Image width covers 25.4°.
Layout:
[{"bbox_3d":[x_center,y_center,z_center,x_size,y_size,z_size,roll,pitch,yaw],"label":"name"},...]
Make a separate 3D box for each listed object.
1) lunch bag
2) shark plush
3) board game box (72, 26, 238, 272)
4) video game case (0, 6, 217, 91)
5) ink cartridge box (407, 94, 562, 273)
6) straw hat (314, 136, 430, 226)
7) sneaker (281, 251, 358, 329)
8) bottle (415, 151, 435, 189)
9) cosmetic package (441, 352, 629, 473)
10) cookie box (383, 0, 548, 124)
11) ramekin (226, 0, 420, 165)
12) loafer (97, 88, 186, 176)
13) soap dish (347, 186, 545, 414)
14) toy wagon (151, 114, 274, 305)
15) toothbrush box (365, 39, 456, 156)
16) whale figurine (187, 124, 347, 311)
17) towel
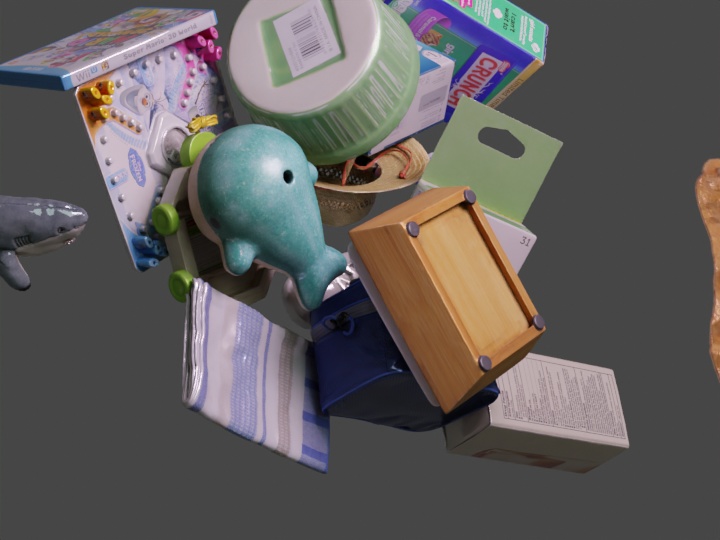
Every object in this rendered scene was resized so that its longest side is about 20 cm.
[{"bbox_3d":[0.038,0.077,1.665,0.199,0.135,0.133,17,55,-42],"label":"lunch bag"},{"bbox_3d":[-0.362,-0.068,1.512,0.199,0.083,0.091,30,47,-18],"label":"shark plush"},{"bbox_3d":[-0.189,-0.129,1.652,0.200,0.026,0.202,-36,116,-44],"label":"board game box"},{"bbox_3d":[-0.265,-0.231,1.648,0.199,0.142,0.018,-31,119,-35],"label":"video game case"},{"bbox_3d":[0.125,-0.066,1.707,0.145,0.201,0.048,21,15,-28],"label":"ink cartridge box"},{"bbox_3d":[-0.026,-0.097,1.780,0.199,0.086,0.202,8,31,-5],"label":"straw hat"},{"bbox_3d":[0.000,0.000,1.739,0.199,0.088,0.076,-23,78,-44],"label":"sneaker"},{"bbox_3d":[0.103,-0.079,1.839,0.084,0.065,0.200,49,12,-23],"label":"bottle"},{"bbox_3d":[0.190,0.156,1.778,0.199,0.087,0.104,14,55,-31],"label":"cosmetic package"},{"bbox_3d":[0.100,-0.277,1.949,0.199,0.171,0.076,26,51,-20],"label":"cookie box"},{"bbox_3d":[-0.045,-0.222,1.689,0.098,0.199,0.201,46,27,-61],"label":"ramekin"},{"bbox_3d":[-0.220,-0.173,1.686,0.067,0.076,0.201,23,57,-8],"label":"loafer"},{"bbox_3d":[0.089,0.020,1.583,0.157,0.081,0.201,-28,89,-50],"label":"soap dish"},{"bbox_3d":[-0.148,-0.060,1.645,0.155,0.039,0.202,-23,103,-45],"label":"toy wagon"},{"bbox_3d":[-0.015,-0.226,1.825,0.199,0.086,0.146,31,37,26],"label":"toothbrush box"},{"bbox_3d":[-0.079,-0.055,1.602,0.200,0.103,0.159,51,53,-18],"label":"whale figurine"},{"bbox_3d":[-0.100,0.106,1.601,0.199,0.024,0.148,32,45,-38],"label":"towel"}]
